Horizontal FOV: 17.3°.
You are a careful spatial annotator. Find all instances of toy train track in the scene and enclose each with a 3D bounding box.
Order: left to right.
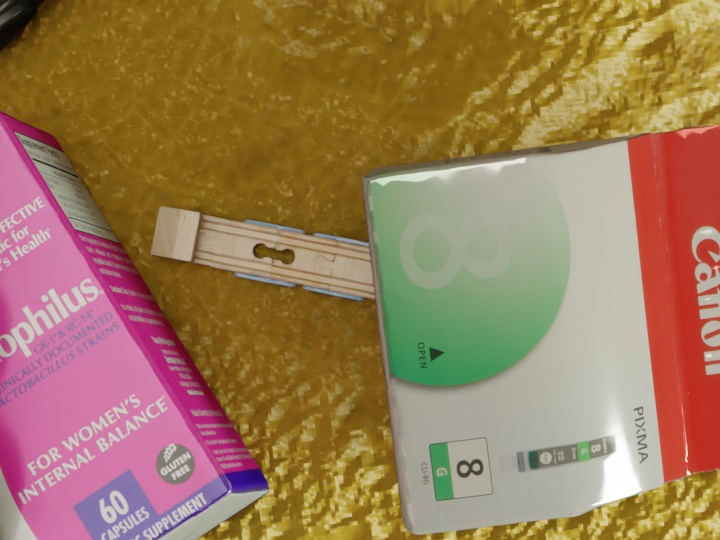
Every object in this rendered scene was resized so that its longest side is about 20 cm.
[{"bbox_3d":[0.000,0.000,1.084,0.198,0.033,0.116,11,88,8],"label":"toy train track"}]

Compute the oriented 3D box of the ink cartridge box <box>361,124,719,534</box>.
[{"bbox_3d":[0.107,0.023,1.042,0.198,0.050,0.162,-7,99,3],"label":"ink cartridge box"}]

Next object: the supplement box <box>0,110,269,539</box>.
[{"bbox_3d":[-0.140,0.041,1.063,0.101,0.103,0.201,-33,82,4],"label":"supplement box"}]

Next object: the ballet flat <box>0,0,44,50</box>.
[{"bbox_3d":[-0.136,-0.171,1.092,0.200,0.066,0.057,-41,85,2],"label":"ballet flat"}]
